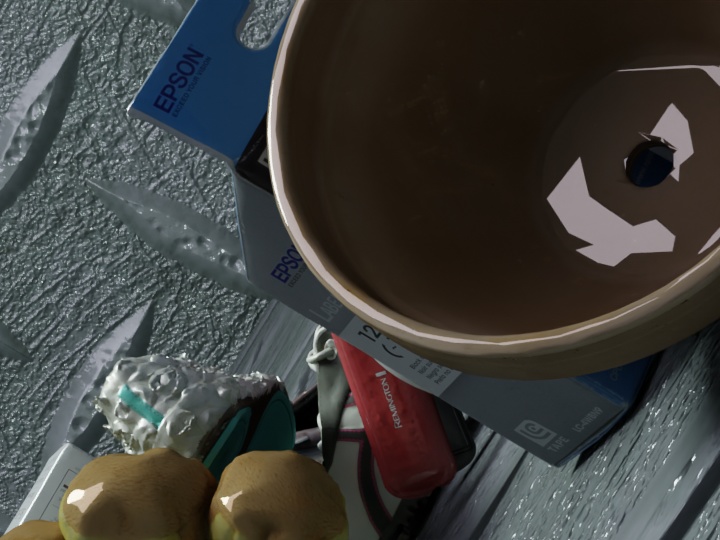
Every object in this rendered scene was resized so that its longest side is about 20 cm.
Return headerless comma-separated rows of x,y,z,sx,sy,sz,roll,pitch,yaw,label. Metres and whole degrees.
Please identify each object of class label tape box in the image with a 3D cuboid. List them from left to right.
0.026,-0.043,0.913,0.143,0.200,0.066,-62,5,-32,label tape box

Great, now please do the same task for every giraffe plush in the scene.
-0.051,0.157,0.998,0.162,0.172,0.201,-34,-59,-75,giraffe plush

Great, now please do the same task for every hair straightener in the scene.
0.000,0.000,1.114,0.041,0.200,0.077,-26,-1,19,hair straightener

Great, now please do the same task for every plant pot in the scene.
0.077,-0.051,0.814,0.201,0.201,0.093,-60,-36,-5,plant pot

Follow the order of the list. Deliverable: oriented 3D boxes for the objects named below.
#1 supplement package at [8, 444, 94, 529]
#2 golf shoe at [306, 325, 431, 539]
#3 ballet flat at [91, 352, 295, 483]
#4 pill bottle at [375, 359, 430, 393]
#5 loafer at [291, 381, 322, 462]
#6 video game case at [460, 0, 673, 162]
-0.149,0.220,1.360,0.200,0.150,0.152,-61,5,-11,supplement package
0.004,0.066,1.179,0.200,0.088,0.077,-61,6,-1,golf shoe
-0.071,0.064,1.089,0.072,0.072,0.200,-60,-9,-6,ballet flat
0.057,-0.034,1.071,0.113,0.112,0.200,-57,5,25,pill bottle
0.007,0.060,1.323,0.072,0.063,0.200,-62,5,-38,loafer
0.091,-0.145,0.854,0.182,0.200,0.022,-57,9,25,video game case
